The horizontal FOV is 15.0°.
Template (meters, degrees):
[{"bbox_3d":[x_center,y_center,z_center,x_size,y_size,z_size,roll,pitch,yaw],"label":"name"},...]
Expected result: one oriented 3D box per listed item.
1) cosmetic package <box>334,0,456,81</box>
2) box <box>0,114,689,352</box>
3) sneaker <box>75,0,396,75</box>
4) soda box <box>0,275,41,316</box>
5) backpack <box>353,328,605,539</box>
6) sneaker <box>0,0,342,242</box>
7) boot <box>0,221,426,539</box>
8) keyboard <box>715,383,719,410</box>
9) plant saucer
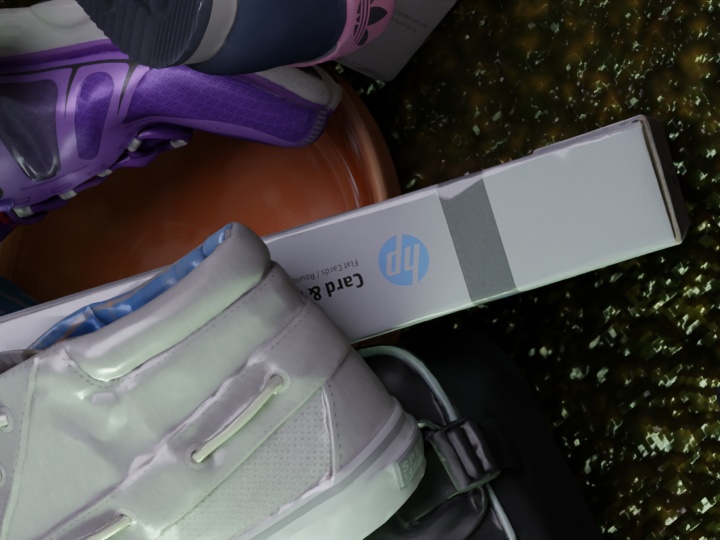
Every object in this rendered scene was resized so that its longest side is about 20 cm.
[{"bbox_3d":[0.022,-0.179,0.933,0.200,0.085,0.108,-49,61,12],"label":"cosmetic package"},{"bbox_3d":[0.000,0.000,0.839,0.199,0.156,0.041,-16,90,7],"label":"box"},{"bbox_3d":[-0.057,-0.118,0.888,0.200,0.082,0.070,55,135,48],"label":"sneaker"},{"bbox_3d":[-0.175,0.015,0.981,0.200,0.064,0.068,32,98,32],"label":"soda box"},{"bbox_3d":[-0.013,0.126,0.848,0.200,0.151,0.178,-30,81,16],"label":"backpack"},{"bbox_3d":[-0.103,-0.049,0.937,0.199,0.081,0.084,0,88,16],"label":"sneaker"},{"bbox_3d":[-0.086,0.065,0.756,0.200,0.074,0.096,-33,103,12],"label":"boot"},{"bbox_3d":[0.206,0.010,0.830,0.127,0.021,0.200,46,104,28],"label":"keyboard"},{"bbox_3d":[-0.071,0.005,0.980,0.200,0.032,0.201,-6,77,28],"label":"plant saucer"}]
